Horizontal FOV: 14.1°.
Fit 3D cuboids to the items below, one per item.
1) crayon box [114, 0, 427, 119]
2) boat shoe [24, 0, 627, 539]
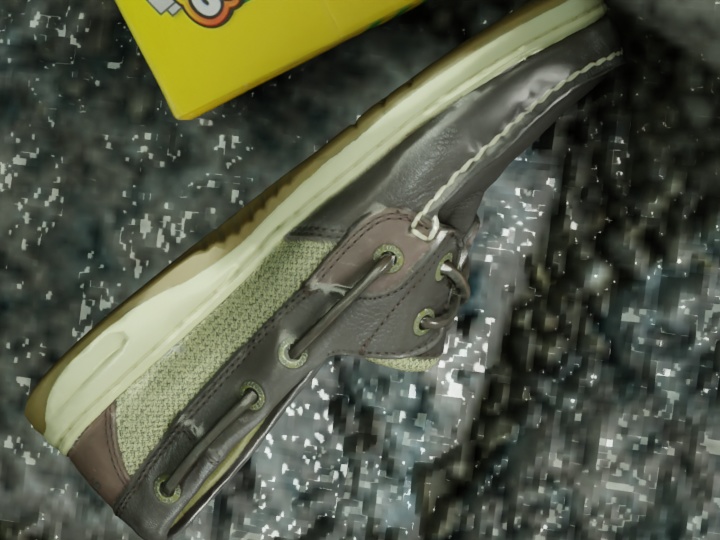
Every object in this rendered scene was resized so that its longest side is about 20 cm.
[{"bbox_3d":[-0.016,-0.167,0.790,0.172,0.058,0.200,-25,96,17],"label":"crayon box"},{"bbox_3d":[-0.001,0.000,0.802,0.201,0.072,0.066,-38,88,14],"label":"boat shoe"}]
